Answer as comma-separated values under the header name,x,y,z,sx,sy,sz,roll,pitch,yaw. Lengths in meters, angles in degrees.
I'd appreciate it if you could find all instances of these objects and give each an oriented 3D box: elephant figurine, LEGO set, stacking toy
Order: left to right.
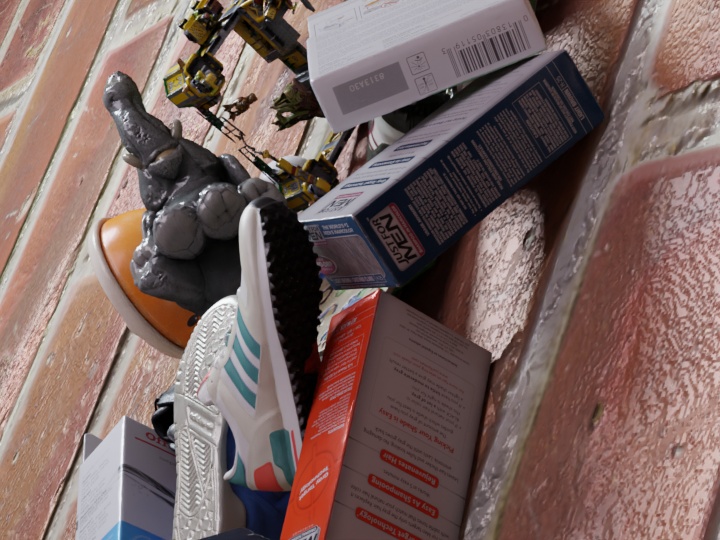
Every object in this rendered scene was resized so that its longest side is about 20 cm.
name,x,y,z,sx,sy,sz,roll,pitch,yaw
elephant figurine,-0.132,-0.053,1.769,0.200,0.141,0.156,-126,44,-56
stacking toy,-0.120,-0.032,1.865,0.200,0.146,0.146,-36,30,15
LEGO set,-0.049,-0.153,1.765,0.116,0.200,0.154,-21,25,54

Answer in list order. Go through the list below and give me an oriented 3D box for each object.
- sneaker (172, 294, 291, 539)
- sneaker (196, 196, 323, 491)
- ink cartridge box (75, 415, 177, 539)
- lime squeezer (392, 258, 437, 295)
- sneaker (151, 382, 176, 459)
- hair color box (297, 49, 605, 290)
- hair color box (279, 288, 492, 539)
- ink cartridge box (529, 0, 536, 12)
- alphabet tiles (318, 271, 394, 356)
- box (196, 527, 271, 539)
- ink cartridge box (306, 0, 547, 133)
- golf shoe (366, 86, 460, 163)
name,x,y,z,sx,sy,sz,roll,pitch,yaw
sneaker,-0.070,0.124,1.550,0.077,0.111,0.201,-17,64,43
sneaker,-0.073,0.054,1.450,0.093,0.201,0.070,-7,8,27
ink cartridge box,-0.151,0.190,1.655,0.067,0.116,0.200,-49,26,27
lime squeezer,-0.017,0.030,1.659,0.200,0.038,0.071,-21,46,58
sneaker,-0.118,0.099,1.678,0.091,0.076,0.200,-22,9,-3
hair color box,0.060,-0.067,1.471,0.200,0.061,0.100,-38,14,-22
hair color box,0.016,0.124,1.402,0.061,0.101,0.200,-32,36,46
ink cartridge box,0.125,-0.253,1.673,0.200,0.048,0.146,-33,36,46
alphabet tiles,0.000,0.000,1.622,0.166,0.006,0.200,-27,24,52
box,-0.064,0.271,1.264,0.198,0.123,0.201,2,104,66
ink cartridge box,0.042,-0.172,1.570,0.160,0.050,0.200,-22,17,5
golf shoe,0.041,-0.099,1.626,0.200,0.077,0.088,-89,12,-82
